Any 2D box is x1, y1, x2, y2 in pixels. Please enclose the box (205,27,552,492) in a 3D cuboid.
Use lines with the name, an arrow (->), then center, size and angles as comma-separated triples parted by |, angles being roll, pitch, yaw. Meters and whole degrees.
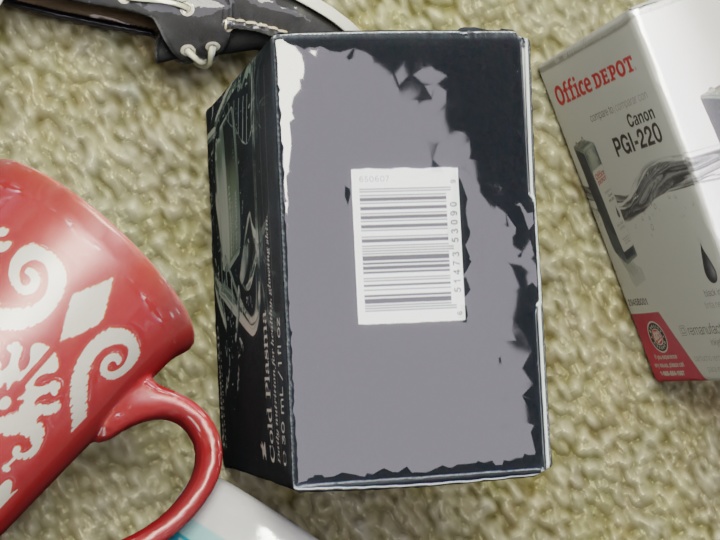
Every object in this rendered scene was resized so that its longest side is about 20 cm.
box -> 0.000, 0.000, 0.772 | 0.123, 0.197, 0.201 | -2, 86, -13

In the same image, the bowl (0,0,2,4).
bowl -> -0.231, -0.149, 0.754 | 0.201, 0.201, 0.094 | -52, 127, -12

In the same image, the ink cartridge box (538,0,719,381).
ink cartridge box -> 0.186, -0.046, 0.847 | 0.085, 0.146, 0.201 | -19, 90, -14

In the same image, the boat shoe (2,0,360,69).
boat shoe -> -0.099, -0.137, 0.823 | 0.199, 0.074, 0.061 | 20, 81, -9

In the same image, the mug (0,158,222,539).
mug -> -0.175, 0.073, 0.726 | 0.177, 0.134, 0.200 | 29, 65, 27

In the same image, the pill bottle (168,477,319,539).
pill bottle -> -0.089, 0.210, 0.778 | 0.111, 0.111, 0.200 | 34, 79, -9
